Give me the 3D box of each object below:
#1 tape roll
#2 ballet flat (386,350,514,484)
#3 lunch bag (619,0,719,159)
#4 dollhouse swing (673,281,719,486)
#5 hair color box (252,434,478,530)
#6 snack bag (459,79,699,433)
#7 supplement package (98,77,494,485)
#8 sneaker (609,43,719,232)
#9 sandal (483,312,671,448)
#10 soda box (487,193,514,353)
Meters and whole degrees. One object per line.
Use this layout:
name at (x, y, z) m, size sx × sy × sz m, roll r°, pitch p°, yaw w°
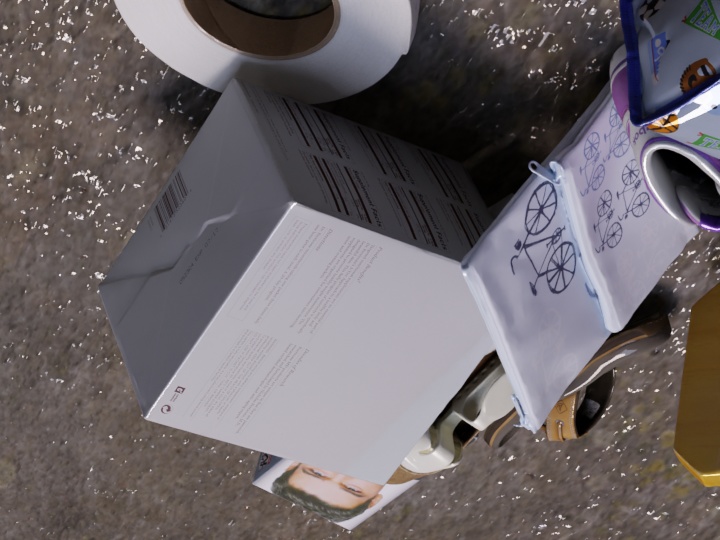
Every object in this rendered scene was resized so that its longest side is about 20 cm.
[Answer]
tape roll at (-0.061, -0.185, 1.482) m, size 0.202 × 0.037 × 0.203 m, roll 9°, pitch 143°, yaw 7°
ballet flat at (0.077, 0.104, 1.725) m, size 0.068 × 0.072 × 0.200 m, roll 38°, pitch 110°, yaw -24°
lunch bag at (0.280, -0.135, 1.352) m, size 0.170 × 0.124 × 0.200 m, roll 21°, pitch 143°, yaw -37°
dollhouse swing at (0.342, 0.102, 1.593) m, size 0.176 × 0.200 × 0.182 m, roll -20°, pitch 132°, yaw 36°
hair color box at (0.006, 0.132, 1.859) m, size 0.099 × 0.061 × 0.200 m, roll 27°, pitch 142°, yaw -18°
snack bag at (0.147, -0.014, 1.522) m, size 0.021 × 0.200 × 0.189 m, roll 25°, pitch 154°, yaw 36°
supplement package at (-0.033, 0.010, 1.549) m, size 0.200 × 0.147 × 0.191 m, roll 19°, pitch 119°, yaw -33°
sneaker at (0.231, -0.056, 1.473) m, size 0.073 × 0.114 × 0.200 m, roll -35°, pitch 136°, yaw 29°
sandal at (0.167, 0.094, 1.739) m, size 0.200 × 0.082 × 0.055 m, roll -36°, pitch 86°, yaw 38°
soda box at (0.065, 0.024, 1.653) m, size 0.068 × 0.064 × 0.200 m, roll 30°, pitch 140°, yaw -25°
